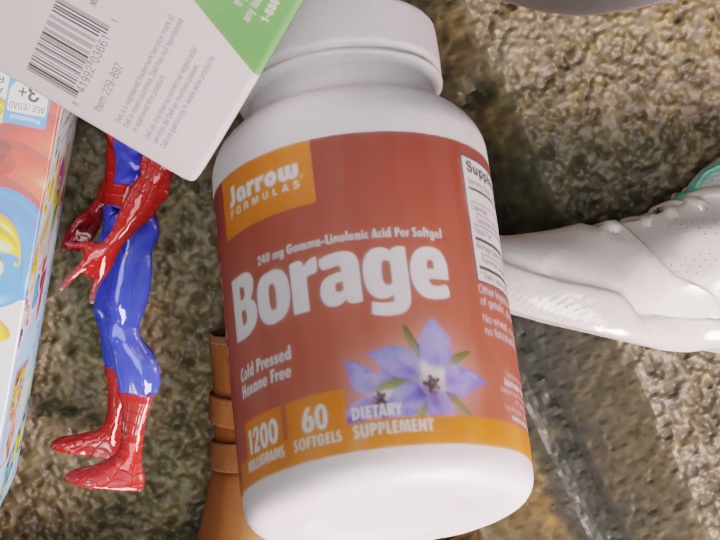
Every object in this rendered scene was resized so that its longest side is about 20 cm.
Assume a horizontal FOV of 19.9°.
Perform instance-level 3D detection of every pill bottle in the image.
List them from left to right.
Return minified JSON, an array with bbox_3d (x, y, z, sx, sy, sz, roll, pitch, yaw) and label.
[{"bbox_3d":[0.000,0.000,0.800,0.112,0.112,0.201,-8,70,1],"label":"pill bottle"}]

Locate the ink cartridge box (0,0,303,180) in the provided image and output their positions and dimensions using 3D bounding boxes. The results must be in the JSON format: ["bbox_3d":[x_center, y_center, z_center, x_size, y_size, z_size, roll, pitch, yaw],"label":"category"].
[{"bbox_3d":[-0.106,-0.144,0.698,0.200,0.088,0.145,28,142,-7],"label":"ink cartridge box"}]

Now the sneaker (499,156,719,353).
[{"bbox_3d":[0.139,-0.010,0.867,0.199,0.075,0.089,7,92,-9],"label":"sneaker"}]

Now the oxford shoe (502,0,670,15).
[{"bbox_3d":[0.114,-0.140,0.830,0.199,0.071,0.072,6,104,14],"label":"oxford shoe"}]

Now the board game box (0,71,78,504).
[{"bbox_3d":[-0.180,-0.003,0.835,0.103,0.105,0.201,11,104,-4],"label":"board game box"}]

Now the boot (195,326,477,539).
[{"bbox_3d":[-0.048,0.103,0.879,0.199,0.077,0.156,-12,107,-1],"label":"boot"}]

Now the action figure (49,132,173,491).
[{"bbox_3d":[-0.100,-0.012,0.854,0.051,0.065,0.201,9,102,-14],"label":"action figure"}]
